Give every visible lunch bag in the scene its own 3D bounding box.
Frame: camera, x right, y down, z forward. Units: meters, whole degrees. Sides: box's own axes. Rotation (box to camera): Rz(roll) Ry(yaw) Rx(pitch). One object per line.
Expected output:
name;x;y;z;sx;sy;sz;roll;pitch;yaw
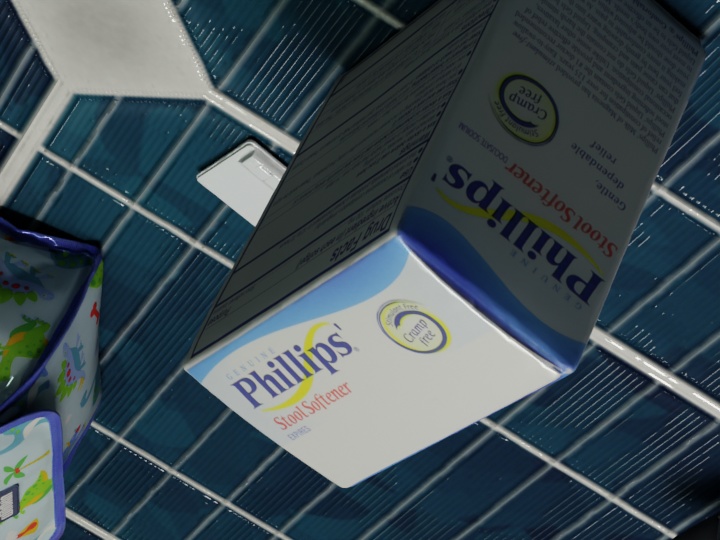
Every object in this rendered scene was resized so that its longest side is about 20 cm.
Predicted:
lunch bag;-0.229;0.091;1.444;0.127;0.200;0.170;20;145;9

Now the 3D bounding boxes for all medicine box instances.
medicine box;0.038;-0.028;1.116;0.103;0.200;0.182;37;144;-16

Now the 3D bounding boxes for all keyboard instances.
keyboard;0.000;0.000;1.349;0.200;0.011;0.056;39;149;-18

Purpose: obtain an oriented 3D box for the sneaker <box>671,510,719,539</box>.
sneaker;0.210;0.117;1.294;0.202;0.077;0.146;-22;136;36
